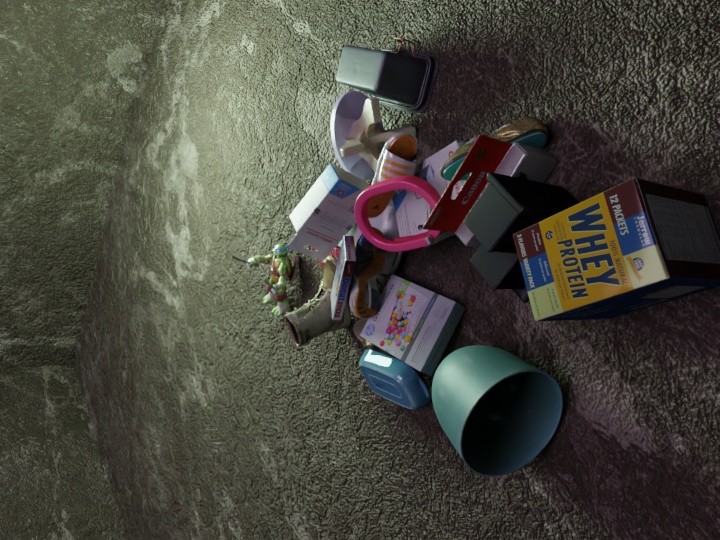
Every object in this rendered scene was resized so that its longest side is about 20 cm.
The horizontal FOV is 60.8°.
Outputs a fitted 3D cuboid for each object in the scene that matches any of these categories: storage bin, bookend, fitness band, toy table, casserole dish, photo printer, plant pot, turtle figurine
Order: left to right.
[{"bbox_3d":[-0.258,0.029,1.669,0.144,0.200,0.194,14,127,19],"label":"turtle figurine"},{"bbox_3d":[0.016,-0.291,1.350,0.117,0.184,0.200,28,146,58],"label":"toy table"},{"bbox_3d":[0.028,-0.087,1.399,0.200,0.069,0.167,26,109,49],"label":"photo printer"},{"bbox_3d":[0.050,-0.439,1.339,0.200,0.134,0.146,32,113,46],"label":"storage bin"},{"bbox_3d":[0.064,0.235,1.304,0.200,0.039,0.121,13,135,53],"label":"casserole dish"},{"bbox_3d":[0.074,-0.108,1.191,0.200,0.037,0.144,-10,115,42],"label":"fitness band"},{"bbox_3d":[0.218,0.222,1.062,0.161,0.200,0.201,42,121,59],"label":"plant pot"},{"bbox_3d":[0.248,-0.047,1.022,0.199,0.200,0.092,-58,47,31],"label":"bookend"}]

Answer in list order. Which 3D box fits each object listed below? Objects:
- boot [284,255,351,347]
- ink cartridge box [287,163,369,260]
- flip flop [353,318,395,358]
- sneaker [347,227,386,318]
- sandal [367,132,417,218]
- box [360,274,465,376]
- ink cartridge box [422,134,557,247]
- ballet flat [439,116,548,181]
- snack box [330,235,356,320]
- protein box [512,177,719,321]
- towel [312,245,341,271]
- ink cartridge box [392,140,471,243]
[{"bbox_3d":[-0.105,0.076,1.442,0.072,0.154,0.200,37,141,48],"label":"boot"},{"bbox_3d":[-0.075,-0.127,1.365,0.200,0.116,0.067,-48,45,22],"label":"ink cartridge box"},{"bbox_3d":[0.042,0.180,1.376,0.200,0.058,0.081,52,130,35],"label":"flip flop"},{"bbox_3d":[0.000,0.000,1.326,0.088,0.075,0.200,34,117,61],"label":"sneaker"},{"bbox_3d":[0.068,-0.176,1.223,0.059,0.079,0.207,57,137,37],"label":"sandal"},{"bbox_3d":[0.105,0.108,1.280,0.200,0.041,0.156,25,87,50],"label":"box"},{"bbox_3d":[0.226,-0.131,1.073,0.044,0.173,0.200,55,128,36],"label":"ink cartridge box"},{"bbox_3d":[0.234,-0.221,1.102,0.200,0.071,0.071,-21,68,12],"label":"ballet flat"},{"bbox_3d":[-0.039,0.019,1.319,0.200,0.024,0.072,104,165,-47],"label":"snack box"},{"bbox_3d":[0.368,-0.018,0.870,0.198,0.200,0.135,-28,67,47],"label":"protein box"},{"bbox_3d":[-0.051,-0.007,1.467,0.200,0.022,0.145,26,147,49],"label":"towel"},{"bbox_3d":[0.162,-0.148,1.225,0.200,0.086,0.147,-27,68,49],"label":"ink cartridge box"}]
